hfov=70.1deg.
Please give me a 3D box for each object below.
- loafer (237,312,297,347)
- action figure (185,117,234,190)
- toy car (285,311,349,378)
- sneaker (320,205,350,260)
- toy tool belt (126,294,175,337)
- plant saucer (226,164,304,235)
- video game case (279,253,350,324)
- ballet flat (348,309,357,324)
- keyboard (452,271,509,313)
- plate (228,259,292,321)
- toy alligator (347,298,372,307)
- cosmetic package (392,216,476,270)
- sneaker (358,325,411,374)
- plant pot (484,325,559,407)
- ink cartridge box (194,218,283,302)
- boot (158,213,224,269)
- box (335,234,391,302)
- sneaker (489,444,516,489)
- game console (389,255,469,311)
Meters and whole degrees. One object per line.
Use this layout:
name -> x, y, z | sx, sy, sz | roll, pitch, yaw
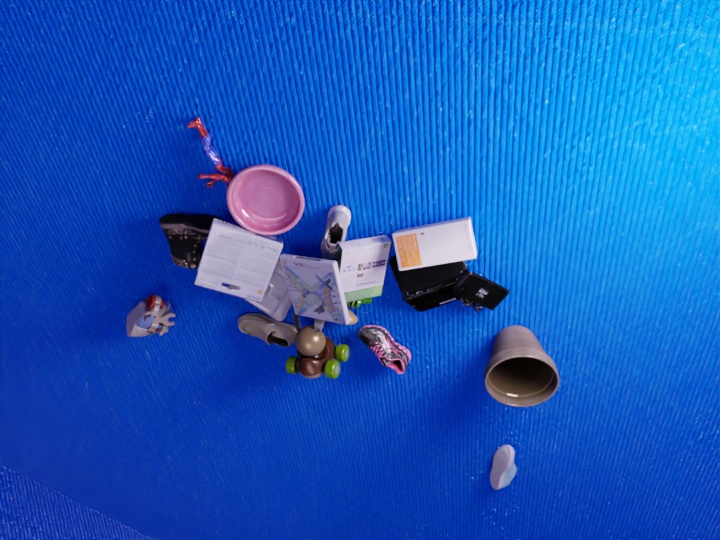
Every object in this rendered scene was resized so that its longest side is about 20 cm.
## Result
loafer -> -0.295, 0.190, 1.615 | 0.199, 0.068, 0.076 | 11, 126, 2
action figure -> -0.394, -0.274, 1.308 | 0.099, 0.065, 0.200 | -28, 117, 6
toy car -> -0.143, 0.210, 1.558 | 0.163, 0.158, 0.201 | 1, 118, 21
sneaker -> -0.075, -0.071, 1.381 | 0.075, 0.092, 0.201 | 10, 126, 3
toy tool belt -> -0.650, 0.144, 1.634 | 0.123, 0.125, 0.200 | 19, 137, -43
plant saucer -> -0.246, -0.188, 1.342 | 0.199, 0.051, 0.201 | 0, 125, 0
video game case -> -0.126, 0.052, 1.420 | 0.182, 0.022, 0.201 | 8, 126, 29
ballet flat -> -0.101, 0.111, 1.529 | 0.199, 0.069, 0.063 | 13, 119, 0
keyboard -> 0.317, 0.057, 1.400 | 0.200, 0.040, 0.104 | 23, 115, -40
plate -> -0.285, 0.044, 1.518 | 0.200, 0.032, 0.200 | 32, 123, -2
toy alligator -> -0.063, 0.070, 1.500 | 0.199, 0.054, 0.059 | 20, 125, -4
cosmetic package -> 0.191, -0.068, 1.321 | 0.199, 0.071, 0.102 | -10, 98, 16
sneaker -> 0.073, 0.247, 1.576 | 0.200, 0.096, 0.079 | 36, 125, -13
plant pot -> 0.452, 0.258, 1.468 | 0.199, 0.174, 0.201 | 5, 125, 7
ink cartridge box -> -0.337, -0.024, 1.418 | 0.196, 0.043, 0.201 | 17, 117, -18
boot -> -0.462, -0.079, 1.456 | 0.199, 0.073, 0.151 | 5, 128, 2
box -> 0.000, 0.000, 1.404 | 0.144, 0.036, 0.201 | -10, 132, -22
sneaker -> 0.524, 0.696, 1.837 | 0.082, 0.074, 0.201 | -5, 124, -23
game console -> 0.210, 0.014, 1.436 | 0.199, 0.117, 0.176 | -21, 149, 23
